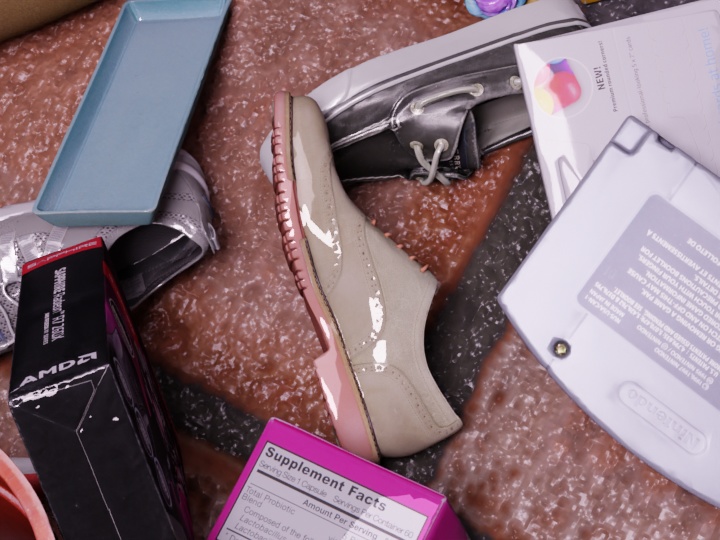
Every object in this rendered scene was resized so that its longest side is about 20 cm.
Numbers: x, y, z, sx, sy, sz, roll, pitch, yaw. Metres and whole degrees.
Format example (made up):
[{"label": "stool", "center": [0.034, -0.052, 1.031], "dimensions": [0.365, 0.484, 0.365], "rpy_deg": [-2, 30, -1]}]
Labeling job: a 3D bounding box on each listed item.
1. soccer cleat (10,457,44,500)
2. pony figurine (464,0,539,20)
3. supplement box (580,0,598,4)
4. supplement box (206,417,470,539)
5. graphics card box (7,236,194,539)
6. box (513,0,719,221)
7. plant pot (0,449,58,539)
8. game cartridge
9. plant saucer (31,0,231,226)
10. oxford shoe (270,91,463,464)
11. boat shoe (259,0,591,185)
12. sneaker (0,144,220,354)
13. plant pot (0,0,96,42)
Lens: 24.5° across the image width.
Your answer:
[{"label": "soccer cleat", "center": [-0.260, 0.111, 0.894], "dimensions": [0.198, 0.069, 0.086], "rpy_deg": [-13, 69, 12]}, {"label": "pony figurine", "center": [0.034, -0.240, 0.923], "dimensions": [0.166, 0.192, 0.202], "rpy_deg": [-31, 59, 36]}, {"label": "supplement box", "center": [0.154, -0.238, 0.873], "dimensions": [0.109, 0.200, 0.086], "rpy_deg": [-12, 65, 7]}, {"label": "supplement box", "center": [-0.035, 0.189, 0.788], "dimensions": [0.103, 0.101, 0.201], "rpy_deg": [23, 73, 20]}, {"label": "graphics card box", "center": [-0.122, 0.072, 0.787], "dimensions": [0.050, 0.200, 0.127], "rpy_deg": [-18, 108, -3]}, {"label": "box", "center": [0.192, -0.062, 0.847], "dimensions": [0.198, 0.041, 0.158], "rpy_deg": [-13, 88, 6]}, {"label": "plant pot", "center": [-0.196, 0.189, 0.773], "dimensions": [0.199, 0.195, 0.203], "rpy_deg": [-5, 66, 11]}, {"label": "game cartridge", "center": [0.172, 0.035, 0.808], "dimensions": [0.199, 0.042, 0.134], "rpy_deg": [38, 98, 9]}, {"label": "plant saucer", "center": [-0.123, -0.092, 0.934], "dimensions": [0.069, 0.019, 0.201], "rpy_deg": [-1, 41, 12]}, {"label": "oxford shoe", "center": [0.000, 0.000, 0.865], "dimensions": [0.073, 0.071, 0.202], "rpy_deg": [-15, 91, -1]}, {"label": "boat shoe", "center": [0.042, -0.084, 0.905], "dimensions": [0.198, 0.071, 0.064], "rpy_deg": [-24, 63, 0]}, {"label": "sneaker", "center": [-0.168, 0.003, 0.901], "dimensions": [0.199, 0.075, 0.082], "rpy_deg": [-32, 40, -2]}, {"label": "plant pot", "center": [-0.211, -0.219, 0.976], "dimensions": [0.198, 0.187, 0.188], "rpy_deg": [-10, 64, -6]}]
